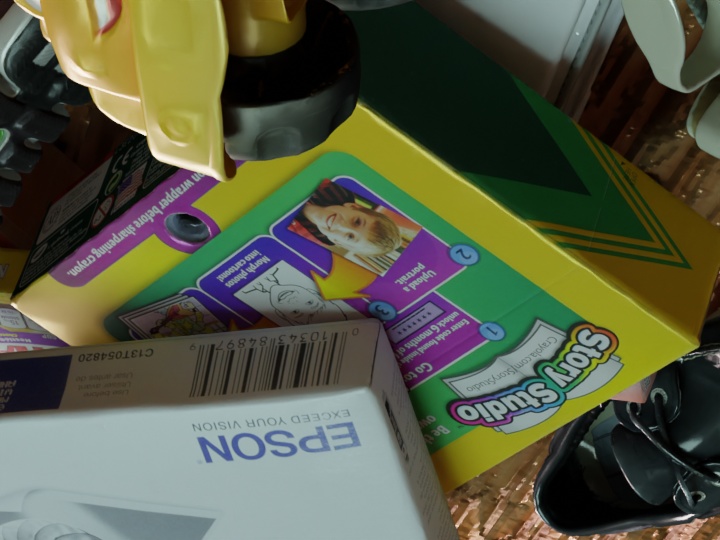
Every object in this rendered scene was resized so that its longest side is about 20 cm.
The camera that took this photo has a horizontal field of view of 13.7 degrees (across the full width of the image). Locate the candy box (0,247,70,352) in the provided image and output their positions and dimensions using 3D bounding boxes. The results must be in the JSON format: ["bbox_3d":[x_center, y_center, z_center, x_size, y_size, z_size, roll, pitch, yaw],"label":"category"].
[{"bbox_3d":[-0.186,0.020,1.219,0.200,0.026,0.102,6,153,15],"label":"candy box"}]

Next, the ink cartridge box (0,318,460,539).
[{"bbox_3d":[-0.062,0.106,1.115,0.199,0.041,0.200,-6,134,16],"label":"ink cartridge box"}]

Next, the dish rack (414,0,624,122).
[{"bbox_3d":[0.006,-0.099,1.034,0.171,0.044,0.200,18,148,-1],"label":"dish rack"}]

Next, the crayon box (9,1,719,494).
[{"bbox_3d":[0.000,0.000,1.070,0.172,0.058,0.200,34,139,-20],"label":"crayon box"}]

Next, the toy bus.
[{"bbox_3d":[-0.073,-0.137,0.859,0.192,0.200,0.136,14,132,16],"label":"toy bus"}]

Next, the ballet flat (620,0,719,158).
[{"bbox_3d":[0.126,-0.075,0.978,0.072,0.072,0.200,-3,145,30],"label":"ballet flat"}]

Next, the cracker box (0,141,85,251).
[{"bbox_3d":[-0.208,-0.017,1.250,0.200,0.058,0.134,-10,141,35],"label":"cracker box"}]

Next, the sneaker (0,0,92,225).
[{"bbox_3d":[-0.169,-0.067,1.069,0.200,0.116,0.076,-45,150,10],"label":"sneaker"}]

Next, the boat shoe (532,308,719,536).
[{"bbox_3d":[0.123,0.067,1.180,0.075,0.066,0.199,57,154,-5],"label":"boat shoe"}]

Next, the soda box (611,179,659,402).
[{"bbox_3d":[0.019,-0.001,1.163,0.200,0.064,0.068,5,147,17],"label":"soda box"}]
